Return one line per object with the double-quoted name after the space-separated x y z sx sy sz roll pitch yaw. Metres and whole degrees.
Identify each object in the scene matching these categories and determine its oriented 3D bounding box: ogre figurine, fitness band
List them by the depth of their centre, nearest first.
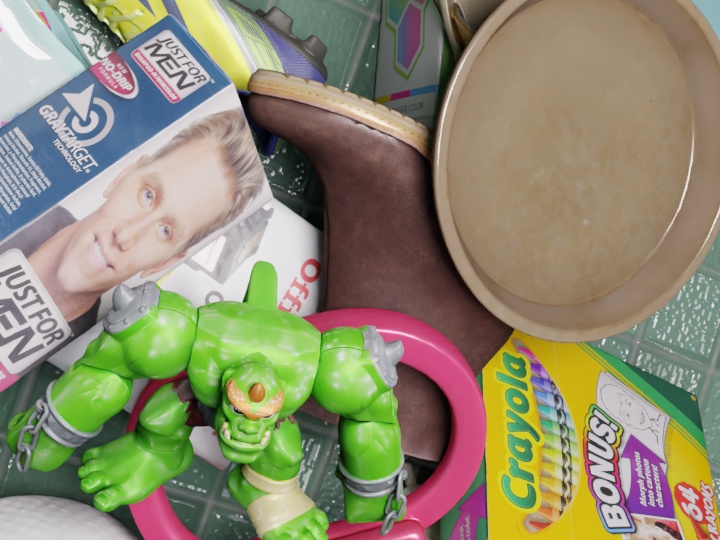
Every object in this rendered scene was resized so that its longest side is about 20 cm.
-0.064 0.066 0.734 0.198 0.098 0.121 23 125 5 "ogre figurine"
-0.029 0.096 0.811 0.197 0.037 0.145 -13 109 -1 "fitness band"

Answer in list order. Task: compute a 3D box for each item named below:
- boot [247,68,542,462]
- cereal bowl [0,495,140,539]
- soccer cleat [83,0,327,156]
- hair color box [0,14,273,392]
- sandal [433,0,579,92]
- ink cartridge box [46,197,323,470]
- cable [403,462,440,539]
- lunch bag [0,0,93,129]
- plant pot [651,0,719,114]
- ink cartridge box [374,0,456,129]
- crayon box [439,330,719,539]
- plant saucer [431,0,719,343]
0.000 0.000 0.814 0.198 0.072 0.168 26 93 -19 "boot"
-0.177 0.228 0.810 0.198 0.083 0.203 -10 110 -30 "cereal bowl"
-0.110 -0.137 0.860 0.199 0.065 0.084 30 84 -18 "soccer cleat"
-0.145 -0.024 0.736 0.199 0.100 0.061 -37 60 -12 "hair color box"
0.088 -0.133 0.825 0.080 0.054 0.202 -30 102 -17 "sandal"
-0.126 -0.004 0.848 0.199 0.083 0.147 34 81 -17 "ink cartridge box"
0.050 0.209 0.889 0.096 0.051 0.201 -21 54 -8 "cable"
-0.241 -0.112 0.756 0.170 0.122 0.201 -38 90 1 "lunch bag"
0.215 -0.173 0.941 0.140 0.141 0.202 29 78 -18 "plant pot"
0.057 -0.171 0.897 0.059 0.104 0.203 6 90 -20 "ink cartridge box"
0.130 0.130 0.895 0.171 0.201 0.058 25 128 -19 "crayon box"
0.118 -0.063 0.804 0.198 0.029 0.203 -6 103 -28 "plant saucer"
